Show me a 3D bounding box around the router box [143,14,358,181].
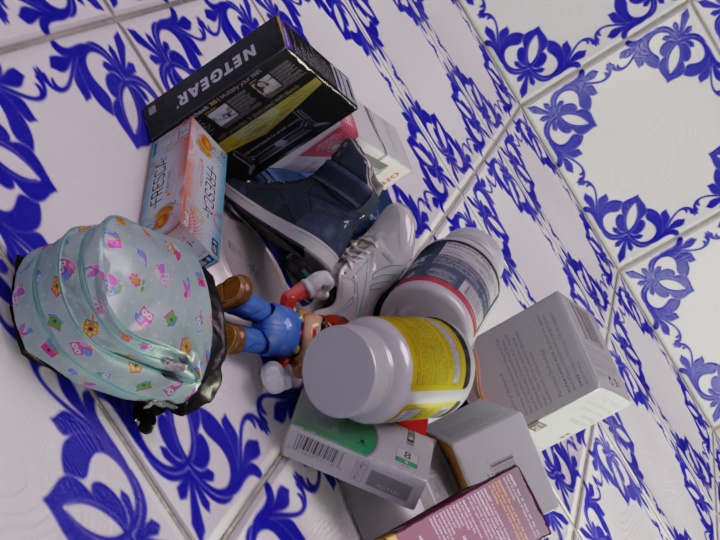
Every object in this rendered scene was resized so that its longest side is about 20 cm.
[{"bbox_3d":[-0.126,-0.188,1.601,0.157,0.198,0.053,34,31,-52],"label":"router box"}]

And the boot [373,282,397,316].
[{"bbox_3d":[0.059,0.118,1.833,0.164,0.072,0.199,59,23,-28],"label":"boot"}]

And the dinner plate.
[{"bbox_3d":[-0.128,0.006,1.590,0.200,0.024,0.201,49,22,-28],"label":"dinner plate"}]

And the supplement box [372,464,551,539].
[{"bbox_3d":[0.091,0.294,1.467,0.198,0.110,0.087,-21,80,-37],"label":"supplement box"}]

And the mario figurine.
[{"bbox_3d":[-0.069,0.063,1.498,0.199,0.124,0.106,19,17,-49],"label":"mario figurine"}]

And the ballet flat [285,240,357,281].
[{"bbox_3d":[-0.039,-0.025,1.786,0.074,0.073,0.200,57,26,-8],"label":"ballet flat"}]

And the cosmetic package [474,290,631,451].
[{"bbox_3d":[0.274,0.163,2.098,0.164,0.199,0.167,25,38,-58],"label":"cosmetic package"}]

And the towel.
[{"bbox_3d":[-0.044,-0.085,1.746,0.198,0.049,0.112,3,38,-39],"label":"towel"}]

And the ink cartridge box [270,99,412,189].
[{"bbox_3d":[-0.042,-0.155,1.840,0.199,0.145,0.086,23,39,-58],"label":"ink cartridge box"}]

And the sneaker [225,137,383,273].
[{"bbox_3d":[-0.065,-0.097,1.613,0.201,0.147,0.077,30,-11,34],"label":"sneaker"}]

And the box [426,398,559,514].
[{"bbox_3d":[0.155,0.242,1.710,0.200,0.096,0.126,172,-105,-82],"label":"box"}]

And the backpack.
[{"bbox_3d":[-0.207,0.032,1.203,0.199,0.126,0.169,27,40,-52],"label":"backpack"}]

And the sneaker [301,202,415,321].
[{"bbox_3d":[0.000,0.000,1.697,0.080,0.202,0.070,34,-8,-37],"label":"sneaker"}]

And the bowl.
[{"bbox_3d":[0.063,0.274,1.613,0.199,0.074,0.202,10,54,-64],"label":"bowl"}]

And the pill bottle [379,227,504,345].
[{"bbox_3d":[0.109,0.029,1.713,0.120,0.119,0.200,56,32,-10],"label":"pill bottle"}]

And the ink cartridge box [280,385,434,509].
[{"bbox_3d":[0.006,0.165,1.543,0.159,0.051,0.201,23,30,-3],"label":"ink cartridge box"}]

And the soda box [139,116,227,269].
[{"bbox_3d":[-0.190,-0.076,1.489,0.068,0.063,0.201,47,24,-31],"label":"soda box"}]

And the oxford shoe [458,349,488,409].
[{"bbox_3d":[0.131,0.151,1.960,0.072,0.071,0.202,5,58,-61],"label":"oxford shoe"}]

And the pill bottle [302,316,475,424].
[{"bbox_3d":[0.031,0.107,1.498,0.199,0.114,0.116,4,57,-56],"label":"pill bottle"}]

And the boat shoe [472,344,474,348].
[{"bbox_3d":[0.080,0.124,1.734,0.074,0.067,0.199,33,34,9],"label":"boat shoe"}]
